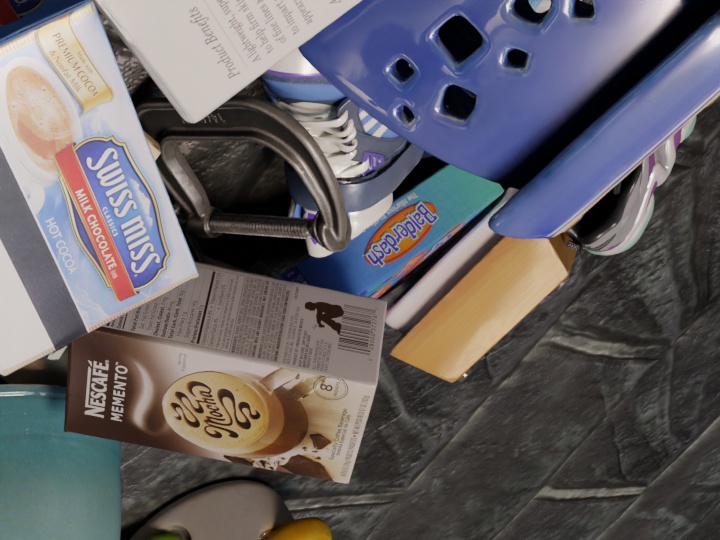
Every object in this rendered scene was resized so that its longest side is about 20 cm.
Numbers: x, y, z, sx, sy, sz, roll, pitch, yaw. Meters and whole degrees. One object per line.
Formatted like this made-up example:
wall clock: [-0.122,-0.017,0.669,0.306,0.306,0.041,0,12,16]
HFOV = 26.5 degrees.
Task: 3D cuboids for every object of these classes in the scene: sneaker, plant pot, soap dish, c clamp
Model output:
sneaker: [0.208,-0.105,1.195,0.140,0.077,0.202,-7,113,-67]
sneaker: [-0.019,-0.078,1.002,0.200,0.080,0.148,-16,115,-72]
plant pot: [-0.260,0.203,1.089,0.198,0.190,0.200,-8,158,-3]
plant pot: [0.115,-0.144,0.858,0.200,0.180,0.200,-43,177,28]
soap dish: [0.105,0.004,1.242,0.157,0.081,0.200,-45,180,16]
c clamp: [-0.074,-0.049,1.005,0.027,0.199,0.171,-48,119,-30]

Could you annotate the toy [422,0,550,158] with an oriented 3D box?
toy: [0.111,-0.148,1.106,0.114,0.047,0.201,-14,142,-26]

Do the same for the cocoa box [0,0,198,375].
cocoa box: [-0.193,-0.072,0.854,0.130,0.134,0.201,-27,133,-11]

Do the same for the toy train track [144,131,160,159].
toy train track: [-0.212,-0.022,1.011,0.199,0.033,0.115,-36,129,18]

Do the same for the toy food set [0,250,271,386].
toy food set: [-0.168,0.032,1.142,0.144,0.060,0.199,-55,146,10]

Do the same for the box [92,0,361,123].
box: [-0.108,-0.214,0.715,0.130,0.201,0.199,-36,149,0]

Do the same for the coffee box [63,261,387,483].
coffee box: [-0.091,0.064,1.024,0.198,0.080,0.114,11,136,-3]

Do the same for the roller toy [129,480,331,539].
roller toy: [-0.127,0.304,1.456,0.199,0.140,0.183,-21,147,-22]

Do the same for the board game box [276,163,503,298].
board game box: [0.000,0.000,1.161,0.199,0.045,0.152,-35,174,-29]
